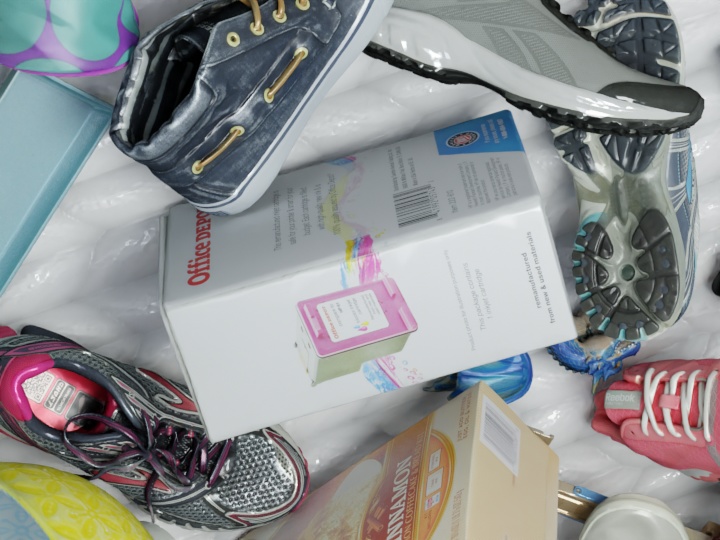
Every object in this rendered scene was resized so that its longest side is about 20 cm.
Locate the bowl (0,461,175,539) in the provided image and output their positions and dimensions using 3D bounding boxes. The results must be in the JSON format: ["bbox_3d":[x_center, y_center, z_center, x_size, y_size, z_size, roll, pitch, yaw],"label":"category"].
[{"bbox_3d":[-0.149,0.188,1.282,0.108,0.200,0.200,-16,112,-38],"label":"bowl"}]

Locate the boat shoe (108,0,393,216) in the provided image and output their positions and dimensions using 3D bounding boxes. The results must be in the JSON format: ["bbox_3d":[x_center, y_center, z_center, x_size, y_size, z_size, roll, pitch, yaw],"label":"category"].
[{"bbox_3d":[-0.050,-0.128,1.228,0.091,0.071,0.200,33,85,-54],"label":"boat shoe"}]

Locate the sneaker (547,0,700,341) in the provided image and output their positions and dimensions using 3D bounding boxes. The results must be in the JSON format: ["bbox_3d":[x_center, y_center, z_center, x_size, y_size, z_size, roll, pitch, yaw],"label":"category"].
[{"bbox_3d":[0.152,-0.060,1.335,0.078,0.086,0.200,0,88,22],"label":"sneaker"}]

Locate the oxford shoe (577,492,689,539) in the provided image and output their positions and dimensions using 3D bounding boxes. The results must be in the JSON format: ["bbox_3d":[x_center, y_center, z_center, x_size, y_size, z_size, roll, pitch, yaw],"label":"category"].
[{"bbox_3d":[0.152,0.217,1.368,0.075,0.058,0.200,9,121,7],"label":"oxford shoe"}]

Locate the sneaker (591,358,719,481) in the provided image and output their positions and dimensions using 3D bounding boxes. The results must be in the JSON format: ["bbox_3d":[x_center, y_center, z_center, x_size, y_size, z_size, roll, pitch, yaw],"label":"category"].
[{"bbox_3d":[0.181,0.083,1.317,0.087,0.200,0.074,11,79,-8],"label":"sneaker"}]

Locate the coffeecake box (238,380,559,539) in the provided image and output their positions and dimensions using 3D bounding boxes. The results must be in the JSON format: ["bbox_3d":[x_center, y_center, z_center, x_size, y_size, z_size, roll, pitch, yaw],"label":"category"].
[{"bbox_3d":[0.007,0.173,1.282,0.200,0.154,0.073,-35,113,24],"label":"coffeecake box"}]

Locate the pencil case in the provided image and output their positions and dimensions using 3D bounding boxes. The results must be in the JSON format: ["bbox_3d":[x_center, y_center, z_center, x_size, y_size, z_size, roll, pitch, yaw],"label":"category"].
[{"bbox_3d":[-0.150,-0.201,1.202,0.092,0.085,0.200,-7,109,-32],"label":"pencil case"}]

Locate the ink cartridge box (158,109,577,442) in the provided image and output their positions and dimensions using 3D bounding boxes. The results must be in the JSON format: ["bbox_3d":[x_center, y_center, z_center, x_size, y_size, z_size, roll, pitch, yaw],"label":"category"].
[{"bbox_3d":[0.000,0.000,1.249,0.200,0.145,0.085,-15,112,3],"label":"ink cartridge box"}]

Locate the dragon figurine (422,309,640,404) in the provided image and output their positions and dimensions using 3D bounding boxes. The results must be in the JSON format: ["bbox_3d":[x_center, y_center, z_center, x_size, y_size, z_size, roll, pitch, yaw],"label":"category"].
[{"bbox_3d":[0.062,0.046,1.343,0.200,0.059,0.099,-25,110,-7],"label":"dragon figurine"}]

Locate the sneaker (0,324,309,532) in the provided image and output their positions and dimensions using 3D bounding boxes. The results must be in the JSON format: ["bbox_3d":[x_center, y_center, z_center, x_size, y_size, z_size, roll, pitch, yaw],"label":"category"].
[{"bbox_3d":[-0.119,0.094,1.297,0.200,0.075,0.081,21,87,-20],"label":"sneaker"}]

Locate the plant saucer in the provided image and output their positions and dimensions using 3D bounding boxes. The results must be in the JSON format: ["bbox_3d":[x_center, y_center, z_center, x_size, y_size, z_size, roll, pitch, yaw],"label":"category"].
[{"bbox_3d":[-0.209,-0.017,1.267,0.070,0.019,0.200,27,98,-44],"label":"plant saucer"}]

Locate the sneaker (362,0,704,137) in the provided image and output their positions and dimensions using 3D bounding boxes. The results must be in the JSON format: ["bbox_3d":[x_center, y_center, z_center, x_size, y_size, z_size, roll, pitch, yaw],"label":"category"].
[{"bbox_3d":[0.090,-0.124,1.266,0.200,0.074,0.079,22,90,8],"label":"sneaker"}]

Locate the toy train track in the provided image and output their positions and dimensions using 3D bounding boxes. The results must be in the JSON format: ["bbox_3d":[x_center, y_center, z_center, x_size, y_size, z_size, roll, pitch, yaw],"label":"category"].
[{"bbox_3d":[0.123,0.123,1.369,0.200,0.033,0.115,21,143,-5],"label":"toy train track"}]

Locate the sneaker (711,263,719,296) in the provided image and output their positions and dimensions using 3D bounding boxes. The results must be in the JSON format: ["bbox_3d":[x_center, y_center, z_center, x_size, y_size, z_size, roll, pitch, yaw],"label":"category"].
[{"bbox_3d":[0.247,-0.029,1.354,0.115,0.081,0.199,-35,112,-7],"label":"sneaker"}]

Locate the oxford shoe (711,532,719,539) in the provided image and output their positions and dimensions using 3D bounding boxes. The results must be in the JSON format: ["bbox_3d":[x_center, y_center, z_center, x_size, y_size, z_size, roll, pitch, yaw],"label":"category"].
[{"bbox_3d":[0.252,0.130,1.362,0.075,0.070,0.200,33,52,-11],"label":"oxford shoe"}]
